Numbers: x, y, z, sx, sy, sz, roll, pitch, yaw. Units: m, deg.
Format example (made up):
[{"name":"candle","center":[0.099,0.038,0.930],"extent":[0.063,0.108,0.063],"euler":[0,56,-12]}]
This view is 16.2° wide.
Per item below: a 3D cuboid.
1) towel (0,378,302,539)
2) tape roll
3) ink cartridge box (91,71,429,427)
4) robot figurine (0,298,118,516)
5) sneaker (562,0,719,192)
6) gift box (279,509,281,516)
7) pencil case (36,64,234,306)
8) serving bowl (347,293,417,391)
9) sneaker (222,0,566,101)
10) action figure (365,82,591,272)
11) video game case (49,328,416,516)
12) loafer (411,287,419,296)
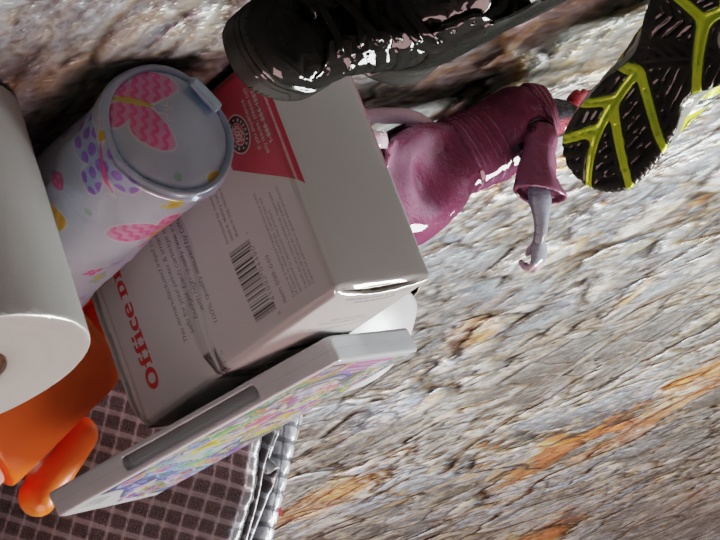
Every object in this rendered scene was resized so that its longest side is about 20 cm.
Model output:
[{"name":"towel","center":[-0.156,0.150,1.742],"extent":[0.199,0.166,0.086],"euler":[14,173,17]},{"name":"tape roll","center":[-0.255,0.001,1.322],"extent":[0.202,0.140,0.203],"euler":[-17,165,-5]},{"name":"ink cartridge box","center":[-0.070,-0.014,1.472],"extent":[0.085,0.146,0.200],"euler":[-7,160,-44]},{"name":"robot figurine","center":[-0.227,0.070,1.544],"extent":[0.200,0.116,0.144],"euler":[-44,147,-17]},{"name":"sneaker","center":[0.195,-0.136,1.512],"extent":[0.200,0.075,0.076],"euler":[-45,-177,26]},{"name":"gift box","center":[-0.148,0.204,1.892],"extent":[0.186,0.201,0.185],"euler":[-19,169,-4]},{"name":"pencil case","center":[-0.149,-0.038,1.420],"extent":[0.091,0.083,0.200],"euler":[-29,175,-40]},{"name":"serving bowl","center":[-0.063,0.045,1.690],"extent":[0.199,0.066,0.200],"euler":[6,163,2]},{"name":"sneaker","center":[0.025,-0.139,1.335],"extent":[0.104,0.060,0.199],"euler":[-30,166,37]},{"name":"action figure","center":[0.060,-0.078,1.564],"extent":[0.199,0.134,0.149],"euler":[-28,122,-18]},{"name":"video game case","center":[-0.074,0.090,1.511],"extent":[0.199,0.018,0.143],"euler":[-29,171,18]},{"name":"loafer","center":[0.000,0.000,1.735],"extent":[0.075,0.070,0.200],"euler":[-17,164,-8]}]
